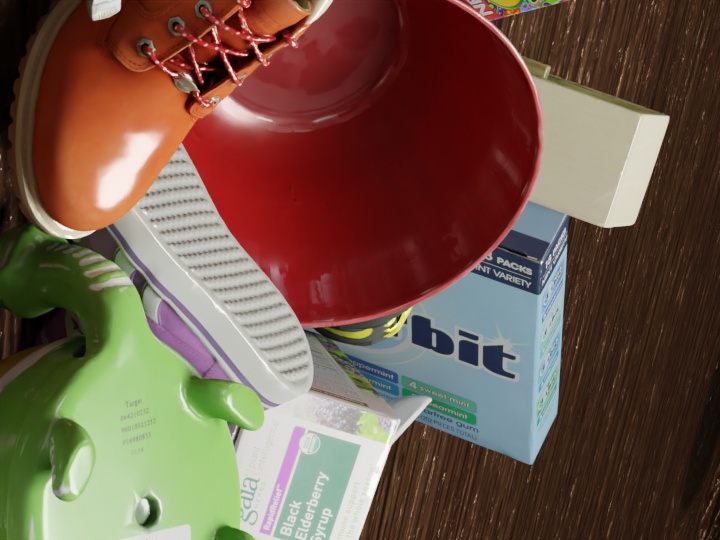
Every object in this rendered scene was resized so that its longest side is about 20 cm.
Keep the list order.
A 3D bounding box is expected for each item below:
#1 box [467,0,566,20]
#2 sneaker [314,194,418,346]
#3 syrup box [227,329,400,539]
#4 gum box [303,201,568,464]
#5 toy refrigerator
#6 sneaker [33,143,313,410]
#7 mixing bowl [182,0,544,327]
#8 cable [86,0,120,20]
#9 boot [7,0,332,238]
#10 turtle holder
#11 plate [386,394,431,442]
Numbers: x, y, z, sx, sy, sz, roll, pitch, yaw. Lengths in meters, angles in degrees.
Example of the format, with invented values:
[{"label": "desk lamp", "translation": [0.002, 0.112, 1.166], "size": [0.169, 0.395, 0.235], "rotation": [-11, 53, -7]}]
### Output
[{"label": "box", "translation": [0.111, -0.251, 1.401], "size": [0.201, 0.192, 0.122], "rotation": [59, 42, -23]}, {"label": "sneaker", "translation": [0.000, 0.000, 1.522], "size": [0.075, 0.084, 0.200], "rotation": [-68, -159, -5]}, {"label": "syrup box", "translation": [-0.046, 0.080, 1.483], "size": [0.200, 0.081, 0.079], "rotation": [-138, -114, -74]}, {"label": "gum box", "translation": [0.031, 0.012, 1.643], "size": [0.200, 0.169, 0.045], "rotation": [87, 28, -54]}, {"label": "toy refrigerator", "translation": [0.058, -0.089, 1.554], "size": [0.076, 0.199, 0.070], "rotation": [-6, 115, -71]}, {"label": "sneaker", "translation": [-0.117, 0.002, 1.319], "size": [0.201, 0.114, 0.073], "rotation": [59, 27, -30]}, {"label": "mixing bowl", "translation": [-0.021, -0.083, 1.382], "size": [0.109, 0.199, 0.201], "rotation": [-106, -160, -51]}, {"label": "cable", "translation": [-0.093, -0.225, 1.123], "size": [0.200, 0.069, 0.201], "rotation": [82, 32, -60]}, {"label": "boot", "translation": [-0.071, -0.097, 1.197], "size": [0.075, 0.107, 0.201], "rotation": [29, 88, -39]}, {"label": "turtle holder", "translation": [-0.133, 0.087, 1.259], "size": [0.141, 0.131, 0.186], "rotation": [-47, 125, -37]}, {"label": "plate", "translation": [-0.063, 0.159, 1.636], "size": [0.200, 0.032, 0.200], "rotation": [-40, 173, -49]}]
